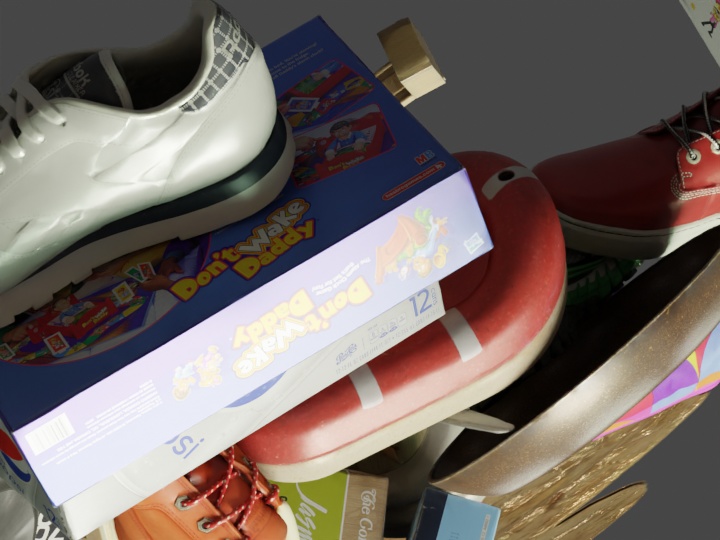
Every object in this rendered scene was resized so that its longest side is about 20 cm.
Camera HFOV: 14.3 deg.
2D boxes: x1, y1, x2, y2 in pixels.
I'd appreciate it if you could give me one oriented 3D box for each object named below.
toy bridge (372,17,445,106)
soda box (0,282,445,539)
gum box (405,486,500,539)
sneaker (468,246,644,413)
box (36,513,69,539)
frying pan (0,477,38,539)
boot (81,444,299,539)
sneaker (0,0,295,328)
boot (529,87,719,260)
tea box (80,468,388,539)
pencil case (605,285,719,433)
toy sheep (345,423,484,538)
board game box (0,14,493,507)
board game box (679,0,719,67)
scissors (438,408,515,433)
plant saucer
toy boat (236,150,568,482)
[{"bbox_3d":[-0.052,-0.043,1.269,0.200,0.027,0.067,-31,164,7],"label":"toy bridge"},{"bbox_3d":[-0.064,0.028,1.209,0.200,0.068,0.064,-30,128,-23],"label":"soda box"},{"bbox_3d":[0.024,0.222,1.520,0.044,0.170,0.200,16,161,0],"label":"gum box"},{"bbox_3d":[0.089,-0.004,1.520,0.078,0.085,0.200,-36,-177,31],"label":"sneaker"},{"bbox_3d":[-0.187,0.097,1.276,0.200,0.049,0.162,14,99,-67],"label":"box"},{"bbox_3d":[-0.158,0.089,1.240,0.190,0.031,0.115,-65,157,-3],"label":"frying pan"},{"bbox_3d":[-0.081,0.085,1.303,0.075,0.107,0.200,-55,153,-24],"label":"boot"},{"bbox_3d":[-0.127,-0.039,1.103,0.200,0.076,0.081,-26,137,-1],"label":"sneaker"},{"bbox_3d":[0.184,-0.082,1.508,0.199,0.072,0.145,-8,137,-30],"label":"boot"},{"bbox_3d":[-0.095,0.186,1.528,0.196,0.134,0.200,10,158,-3],"label":"tea box"},{"bbox_3d":[0.135,0.069,1.780,0.200,0.089,0.088,-26,163,-16],"label":"pencil case"},{"bbox_3d":[0.024,0.084,1.590,0.138,0.138,0.200,-32,160,6],"label":"toy sheep"},{"bbox_3d":[-0.067,-0.008,1.141,0.200,0.135,0.045,-30,131,-8],"label":"board game box"},{"bbox_3d":[0.275,-0.124,1.378,0.200,0.148,0.064,-23,164,-21],"label":"board game box"},{"bbox_3d":[-0.007,0.054,1.425,0.199,0.014,0.073,0,-148,25],"label":"scissors"},{"bbox_3d":[0.118,0.052,1.445,0.200,0.032,0.200,-39,-177,2],"label":"plant saucer"},{"bbox_3d":[0.000,0.000,1.366,0.200,0.131,0.131,-26,134,-12],"label":"toy boat"}]
